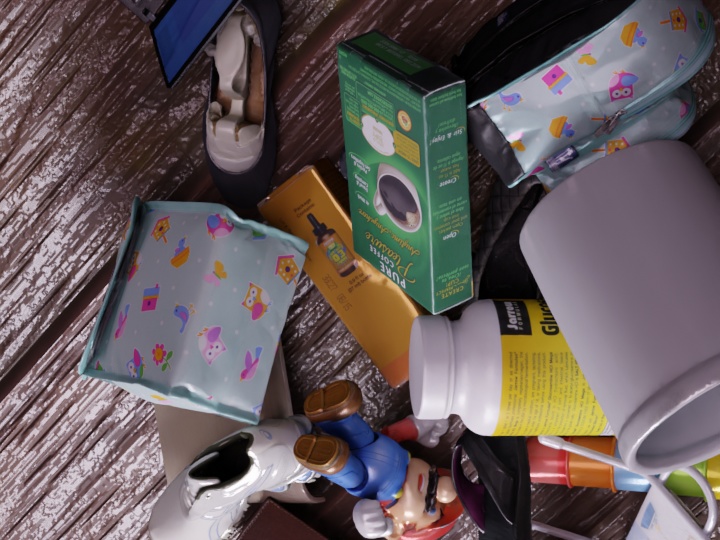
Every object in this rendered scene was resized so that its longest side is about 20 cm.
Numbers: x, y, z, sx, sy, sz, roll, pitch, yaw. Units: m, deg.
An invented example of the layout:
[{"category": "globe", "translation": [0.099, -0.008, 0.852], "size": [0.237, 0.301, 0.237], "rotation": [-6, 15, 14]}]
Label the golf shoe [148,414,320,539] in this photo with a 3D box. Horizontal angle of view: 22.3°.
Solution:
[{"category": "golf shoe", "translation": [-0.130, 0.180, 1.572], "size": [0.200, 0.097, 0.078], "rotation": [-38, 61, 28]}]

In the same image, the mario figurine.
[{"category": "mario figurine", "translation": [0.034, 0.169, 1.553], "size": [0.124, 0.200, 0.106], "rotation": [-51, 45, -3]}]

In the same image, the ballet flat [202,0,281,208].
[{"category": "ballet flat", "translation": [-0.108, -0.147, 1.569], "size": [0.073, 0.073, 0.201], "rotation": [9, 105, 13]}]

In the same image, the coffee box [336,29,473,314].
[{"category": "coffee box", "translation": [0.036, -0.078, 1.439], "size": [0.123, 0.044, 0.200], "rotation": [36, 141, 46]}]

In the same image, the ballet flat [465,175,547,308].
[{"category": "ballet flat", "translation": [0.126, -0.001, 1.536], "size": [0.066, 0.057, 0.200], "rotation": [5, 113, -1]}]

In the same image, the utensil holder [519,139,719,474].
[{"category": "utensil holder", "translation": [0.232, 0.025, 1.377], "size": [0.170, 0.170, 0.200], "rotation": [-36, 64, 20]}]

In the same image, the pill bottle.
[{"category": "pill bottle", "translation": [0.144, 0.079, 1.497], "size": [0.199, 0.112, 0.113], "rotation": [0, 104, -7]}]

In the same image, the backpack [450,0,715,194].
[{"category": "backpack", "translation": [0.184, -0.159, 1.429], "size": [0.200, 0.176, 0.153], "rotation": [-39, 104, 23]}]

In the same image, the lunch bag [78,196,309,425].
[{"category": "lunch bag", "translation": [-0.159, 0.029, 1.558], "size": [0.200, 0.122, 0.171], "rotation": [10, 80, 49]}]

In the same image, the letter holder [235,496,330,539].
[{"category": "letter holder", "translation": [-0.048, 0.326, 1.608], "size": [0.200, 0.142, 0.101], "rotation": [34, 145, 6]}]

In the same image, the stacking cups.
[{"category": "stacking cups", "translation": [0.240, 0.164, 1.557], "size": [0.200, 0.060, 0.061], "rotation": [2, 103, 21]}]

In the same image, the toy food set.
[{"category": "toy food set", "translation": [-0.111, 0.117, 1.645], "size": [0.143, 0.060, 0.201], "rotation": [-4, 100, 28]}]

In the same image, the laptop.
[{"category": "laptop", "translation": [-0.166, -0.286, 1.535], "size": [0.200, 0.103, 0.177], "rotation": [42, 109, 3]}]

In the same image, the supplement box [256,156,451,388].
[{"category": "supplement box", "translation": [0.000, 0.000, 1.576], "size": [0.066, 0.069, 0.200], "rotation": [-36, 93, 19]}]

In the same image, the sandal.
[{"category": "sandal", "translation": [0.109, 0.187, 1.544], "size": [0.075, 0.048, 0.201], "rotation": [-41, 48, 53]}]

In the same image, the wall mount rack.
[{"category": "wall mount rack", "translation": [0.215, 0.222, 1.532], "size": [0.174, 0.074, 0.200], "rotation": [49, 144, 29]}]

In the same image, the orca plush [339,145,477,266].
[{"category": "orca plush", "translation": [0.052, -0.088, 1.540], "size": [0.105, 0.071, 0.200], "rotation": [-23, 116, 26]}]
